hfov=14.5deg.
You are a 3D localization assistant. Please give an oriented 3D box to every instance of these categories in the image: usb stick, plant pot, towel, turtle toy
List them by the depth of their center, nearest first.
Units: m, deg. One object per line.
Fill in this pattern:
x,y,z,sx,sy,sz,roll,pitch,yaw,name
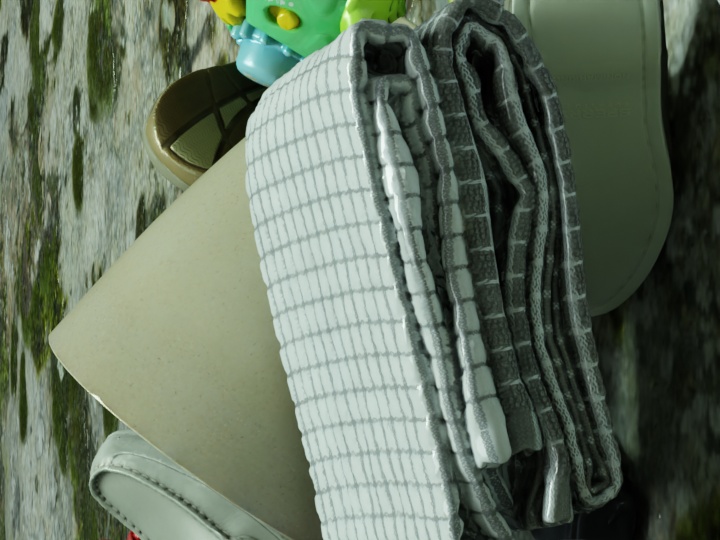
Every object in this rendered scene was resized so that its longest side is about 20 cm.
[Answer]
0.029,0.010,1.056,0.166,0.085,0.201,161,96,-72,towel
0.000,0.000,1.210,0.200,0.187,0.187,-55,20,5,plant pot
0.075,0.078,1.217,0.200,0.033,0.056,-128,40,-67,usb stick
-0.037,-0.163,1.299,0.200,0.101,0.146,-116,20,-45,turtle toy

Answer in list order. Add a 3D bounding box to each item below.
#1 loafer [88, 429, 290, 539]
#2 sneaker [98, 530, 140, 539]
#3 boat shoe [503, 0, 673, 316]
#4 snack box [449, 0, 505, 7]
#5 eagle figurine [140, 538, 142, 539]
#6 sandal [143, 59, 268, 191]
-0.041,0.141,1.242,0.070,0.200,0.070,-50,-15,-30,loafer
-0.152,0.217,2.060,0.200,0.077,0.085,-162,84,-68,sneaker
0.086,-0.065,1.090,0.202,0.072,0.060,89,-175,-46,boat shoe
0.063,-0.212,1.226,0.142,0.053,0.200,103,161,-47,snack box
-0.015,0.135,1.366,0.151,0.152,0.200,53,-179,1,eagle figurine
-0.034,-0.067,1.332,0.080,0.200,0.054,49,129,17,sandal
